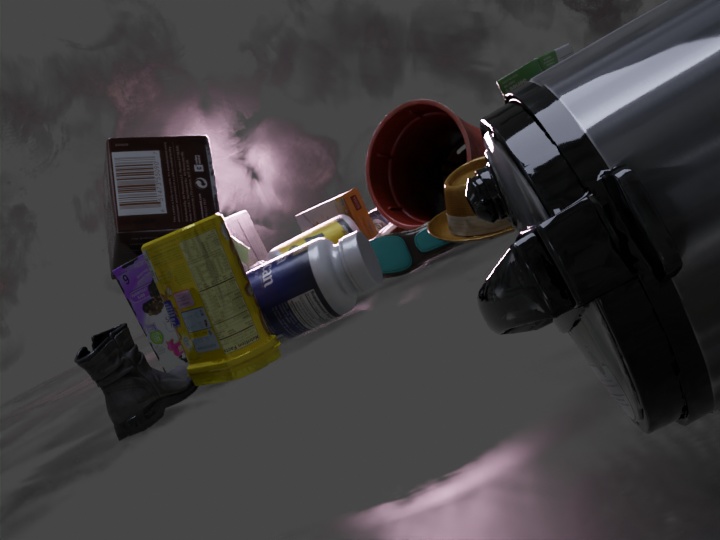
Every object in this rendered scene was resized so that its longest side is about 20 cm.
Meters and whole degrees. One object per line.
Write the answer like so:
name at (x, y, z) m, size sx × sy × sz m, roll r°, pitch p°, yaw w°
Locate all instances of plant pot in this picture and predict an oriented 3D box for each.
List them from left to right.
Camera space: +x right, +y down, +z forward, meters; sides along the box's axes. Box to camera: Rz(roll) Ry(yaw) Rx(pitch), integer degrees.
plant pot at (0.144, -0.163, 1.581) m, size 0.199 × 0.203 × 0.194 m, roll -22°, pitch -13°, yaw 35°

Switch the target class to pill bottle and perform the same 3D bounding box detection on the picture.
pill bottle at (-0.073, 0.023, 1.351) m, size 0.198 × 0.112 × 0.111 m, roll -25°, pitch 6°, yaw 14°
pill bottle at (-0.089, -0.004, 1.654) m, size 0.198 × 0.115 × 0.114 m, roll -28°, pitch 6°, yaw -17°

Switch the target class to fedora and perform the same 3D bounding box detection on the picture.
fedora at (0.181, -0.110, 1.360) m, size 0.198 × 0.083 × 0.201 m, roll -17°, pitch 21°, yaw 6°

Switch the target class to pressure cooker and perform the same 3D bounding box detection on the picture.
pressure cooker at (0.144, -0.026, 0.447) m, size 0.198 × 0.177 × 0.179 m, roll -28°, pitch 39°, yaw 4°

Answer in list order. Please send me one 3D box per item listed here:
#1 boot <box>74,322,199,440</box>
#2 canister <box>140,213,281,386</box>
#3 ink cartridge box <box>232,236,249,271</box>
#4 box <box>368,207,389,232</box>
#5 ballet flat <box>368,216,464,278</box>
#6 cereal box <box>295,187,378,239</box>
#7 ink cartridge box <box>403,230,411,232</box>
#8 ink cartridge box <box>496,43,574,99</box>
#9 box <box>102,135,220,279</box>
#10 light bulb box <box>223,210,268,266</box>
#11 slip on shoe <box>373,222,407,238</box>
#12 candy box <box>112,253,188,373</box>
boot at (-0.287, 0.126, 1.280) m, size 0.069 × 0.133 × 0.200 m, roll -25°, pitch 6°, yaw 15°
canister at (-0.199, 0.039, 1.274) m, size 0.086 × 0.202 × 0.148 m, roll -27°, pitch 8°, yaw -41°
ink cartridge box at (-0.260, 0.054, 1.637) m, size 0.201 × 0.048 × 0.146 m, roll -51°, pitch 18°, yaw 15°
box at (0.131, -0.124, 1.898) m, size 0.199 × 0.087 × 0.163 m, roll -22°, pitch 8°, yaw 38°
ballet flat at (0.077, -0.029, 1.463) m, size 0.198 × 0.069 × 0.075 m, roll -21°, pitch -16°, yaw -5°
cereal box at (-0.036, -0.060, 1.783) m, size 0.039 × 0.145 × 0.199 m, roll -28°, pitch 5°, yaw -30°
ink cartridge box at (0.000, 0.000, 1.554) m, size 0.198 × 0.051 × 0.109 m, roll -27°, pitch 5°, yaw -15°
ink cartridge box at (0.320, -0.242, 1.543) m, size 0.083 × 0.202 × 0.144 m, roll -25°, pitch 5°, yaw 38°
box at (-0.329, -0.102, 1.584) m, size 0.162 × 0.168 × 0.200 m, roll -5°, pitch -19°, yaw -19°
light bulb box at (-0.245, 0.010, 1.805) m, size 0.124 × 0.200 × 0.200 m, roll -26°, pitch 4°, yaw 13°
slip on shoe at (0.095, -0.076, 1.707) m, size 0.200 × 0.077 × 0.060 m, roll -39°, pitch 18°, yaw -32°
candy box at (-0.260, 0.051, 1.481) m, size 0.167 × 0.202 × 0.071 m, roll -24°, pitch 6°, yaw 32°
